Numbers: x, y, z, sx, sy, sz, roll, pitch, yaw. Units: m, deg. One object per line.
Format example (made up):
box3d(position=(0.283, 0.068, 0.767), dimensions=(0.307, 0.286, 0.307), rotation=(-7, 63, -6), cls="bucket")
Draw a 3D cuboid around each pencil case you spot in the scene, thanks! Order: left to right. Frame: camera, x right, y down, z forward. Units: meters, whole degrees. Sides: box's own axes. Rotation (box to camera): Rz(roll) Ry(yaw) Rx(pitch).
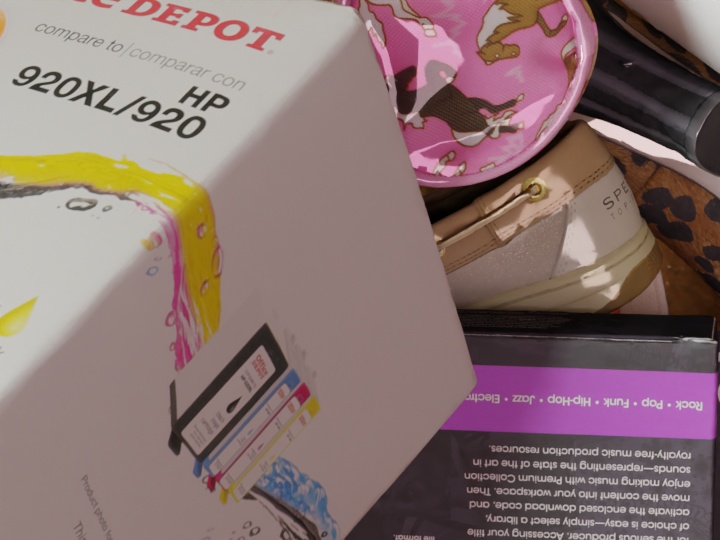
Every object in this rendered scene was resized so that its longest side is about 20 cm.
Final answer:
box3d(position=(0.004, -0.079, 0.893), dimensions=(0.083, 0.200, 0.087), rotation=(39, 87, -19), cls="pencil case")

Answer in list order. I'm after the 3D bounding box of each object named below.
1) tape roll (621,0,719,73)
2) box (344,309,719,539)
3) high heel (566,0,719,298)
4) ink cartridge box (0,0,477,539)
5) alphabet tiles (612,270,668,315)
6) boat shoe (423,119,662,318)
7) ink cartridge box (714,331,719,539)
box3d(position=(0.156, -0.155, 0.891), dimensions=(0.071, 0.202, 0.203), rotation=(39, 94, 23), cls="tape roll")
box3d(position=(0.045, 0.112, 0.925), dimensions=(0.142, 0.036, 0.201), rotation=(2, 104, 8), cls="box")
box3d(position=(0.110, -0.045, 1.013), dimensions=(0.072, 0.142, 0.200), rotation=(-54, 143, -4), cls="high heel")
box3d(position=(-0.092, 0.026, 0.790), dimensions=(0.200, 0.147, 0.145), rotation=(-48, 138, -31), cls="ink cartridge box")
box3d(position=(0.078, 0.091, 1.006), dimensions=(0.195, 0.015, 0.201), rotation=(-8, 80, -14), cls="alphabet tiles")
box3d(position=(0.000, 0.000, 0.956), dimensions=(0.199, 0.074, 0.067), rotation=(-18, 104, 12), cls="boat shoe")
box3d(position=(0.130, 0.122, 0.988), dimensions=(0.094, 0.037, 0.201), rotation=(10, 78, -12), cls="ink cartridge box")
